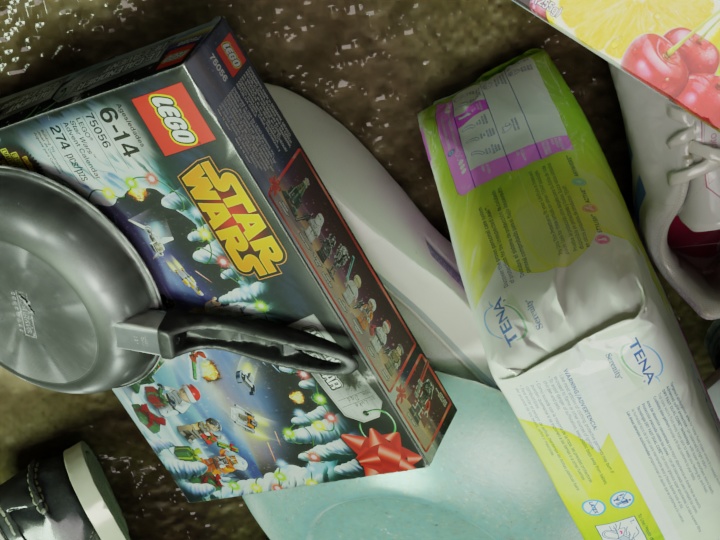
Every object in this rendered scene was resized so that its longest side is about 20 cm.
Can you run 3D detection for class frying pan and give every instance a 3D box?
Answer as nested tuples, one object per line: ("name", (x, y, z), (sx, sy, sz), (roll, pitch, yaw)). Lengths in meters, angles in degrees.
("frying pan", (-0.101, 0.028, 0.717), (0.189, 0.031, 0.115), (32, 137, 5))

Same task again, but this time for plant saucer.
("plant saucer", (0.028, 0.123, 0.825), (0.199, 0.039, 0.202), (11, 139, 10))

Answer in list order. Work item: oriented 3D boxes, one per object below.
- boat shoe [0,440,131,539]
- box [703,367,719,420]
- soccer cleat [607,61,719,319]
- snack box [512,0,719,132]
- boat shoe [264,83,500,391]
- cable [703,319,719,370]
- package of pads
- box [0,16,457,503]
("boat shoe", (-0.127, 0.179, 0.864), (0.067, 0.072, 0.202), (-26, 118, -9))
("box", (0.216, 0.069, 0.826), (0.121, 0.033, 0.199), (-44, 147, 22))
("soccer cleat", (0.141, -0.069, 0.719), (0.069, 0.087, 0.201), (-15, 125, 4))
("snack box", (0.144, -0.163, 0.634), (0.141, 0.053, 0.201), (30, 105, -10))
("boat shoe", (0.000, 0.000, 0.768), (0.068, 0.072, 0.200), (-34, 131, 17))
("cable", (0.255, -0.010, 0.819), (0.199, 0.051, 0.097), (-35, 140, 31))
("package of pads", (0.091, 0.018, 0.704), (0.068, 0.201, 0.155), (-25, 125, 9))
("box", (-0.064, 0.005, 0.722), (0.136, 0.040, 0.201), (-14, 119, 35))
